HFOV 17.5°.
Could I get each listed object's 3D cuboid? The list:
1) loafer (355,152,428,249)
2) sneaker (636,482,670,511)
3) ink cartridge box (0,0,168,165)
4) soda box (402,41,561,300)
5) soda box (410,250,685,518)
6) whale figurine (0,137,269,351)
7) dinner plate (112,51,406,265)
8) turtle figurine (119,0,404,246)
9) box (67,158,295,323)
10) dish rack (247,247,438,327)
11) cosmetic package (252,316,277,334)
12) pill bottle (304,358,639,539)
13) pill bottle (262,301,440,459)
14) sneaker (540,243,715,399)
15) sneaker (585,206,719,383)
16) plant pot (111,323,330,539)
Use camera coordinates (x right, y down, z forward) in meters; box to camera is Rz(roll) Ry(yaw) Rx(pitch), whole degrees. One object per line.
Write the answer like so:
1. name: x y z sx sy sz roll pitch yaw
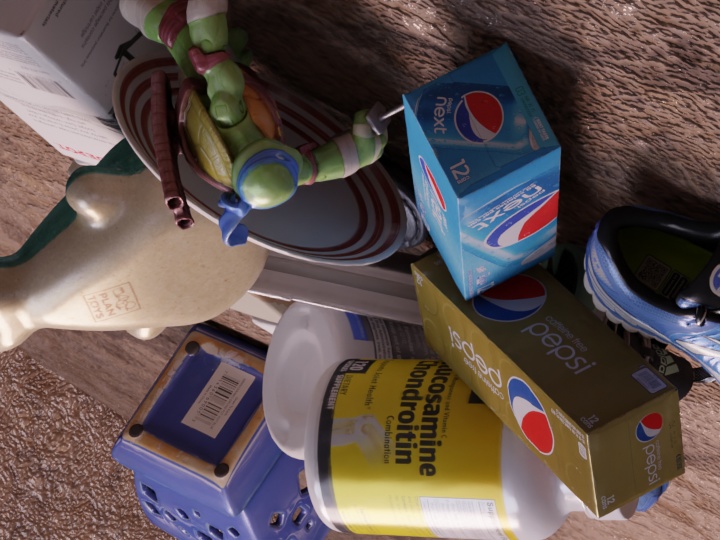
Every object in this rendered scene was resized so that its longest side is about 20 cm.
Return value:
1. loafer: -0.022 -0.067 1.547 0.199 0.063 0.072 15 131 38
2. sneaker: 0.178 0.145 1.811 0.078 0.090 0.200 22 165 37
3. ink cartridge box: -0.187 -0.143 1.524 0.145 0.085 0.200 18 164 40
4. soda box: 0.069 -0.050 1.301 0.068 0.064 0.200 63 176 16
5. soda box: 0.108 0.056 1.381 0.200 0.064 0.068 46 155 48
6. whale figurine: -0.158 -0.020 1.466 0.160 0.199 0.104 70 179 -52
7. dinner plate: -0.063 -0.063 1.413 0.199 0.024 0.201 23 -150 -14
8. turtle figurine: -0.046 -0.123 1.316 0.143 0.201 0.194 11 -160 -32
9. box: -0.108 -0.050 1.692 0.077 0.095 0.200 16 163 45
10. dish rack: 0.000 0.000 1.588 0.198 0.044 0.172 13 -174 -3
11. cosmetic package: 0.019 0.045 1.809 0.113 0.082 0.199 38 166 -32
12. pill bottle: 0.073 0.113 1.470 0.198 0.113 0.112 0 156 21
13. pill bottle: 0.042 0.084 1.636 0.199 0.115 0.114 8 180 -30
14. sneaker: 0.174 0.050 1.523 0.139 0.078 0.200 13 158 -4
15. sneaker: 0.208 0.026 1.273 0.199 0.079 0.089 26 169 17
16. plant pot: -0.126 0.181 2.418 0.199 0.201 0.180 22 158 32
